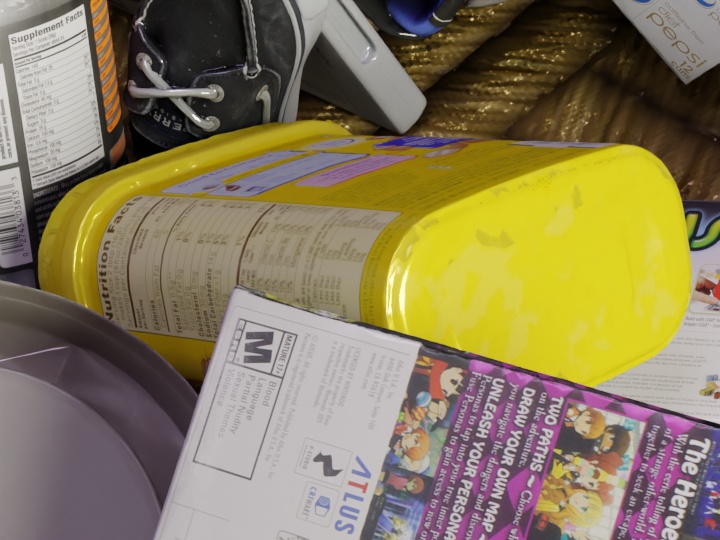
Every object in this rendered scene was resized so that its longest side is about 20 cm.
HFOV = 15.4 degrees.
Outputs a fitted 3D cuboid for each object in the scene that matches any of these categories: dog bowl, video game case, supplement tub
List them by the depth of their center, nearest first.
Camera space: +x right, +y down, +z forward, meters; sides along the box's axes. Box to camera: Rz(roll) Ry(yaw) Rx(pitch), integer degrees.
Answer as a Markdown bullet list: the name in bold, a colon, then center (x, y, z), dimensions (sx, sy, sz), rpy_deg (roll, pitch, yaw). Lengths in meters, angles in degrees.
- **video game case**: center (0.013, 0.122, 0.790), dimensions (0.181, 0.036, 0.201), rpy_deg (15, 84, 26)
- **dog bowl**: center (-0.138, 0.105, 0.904), dimensions (0.199, 0.059, 0.201), rpy_deg (4, 66, -10)
- **supplement tub**: center (-0.155, -0.064, 1.042), dimensions (0.122, 0.200, 0.123), rpy_deg (-5, 24, 2)
- **video game case**: center (-0.083, -0.142, 1.120), dimensions (0.200, 0.182, 0.024), rpy_deg (27, 76, 39)

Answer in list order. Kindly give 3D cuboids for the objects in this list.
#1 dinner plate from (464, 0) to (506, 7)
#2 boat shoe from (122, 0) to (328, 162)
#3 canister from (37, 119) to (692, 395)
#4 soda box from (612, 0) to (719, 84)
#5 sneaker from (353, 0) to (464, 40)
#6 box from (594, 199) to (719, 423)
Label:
- **dinner plate**: center (0.123, -0.170, 1.104), dimensions (0.200, 0.024, 0.200), rpy_deg (-42, 6, 5)
- **boat shoe**: center (-0.063, -0.079, 1.048), dimensions (0.072, 0.200, 0.068), rpy_deg (29, 66, 6)
- **canister**: center (0.000, 0.000, 0.948), dimensions (0.148, 0.087, 0.200), rpy_deg (-20, 16, -36)
- **soda box**: center (0.185, -0.167, 1.092), dimensions (0.200, 0.064, 0.068), rpy_deg (-46, 6, -28)
- **sneaker**: center (0.018, -0.152, 1.135), dimensions (0.115, 0.081, 0.199), rpy_deg (49, 30, 15)
- **box**: center (0.147, 0.025, 0.970), dimensions (0.199, 0.035, 0.110), rpy_deg (3, 49, 25)
